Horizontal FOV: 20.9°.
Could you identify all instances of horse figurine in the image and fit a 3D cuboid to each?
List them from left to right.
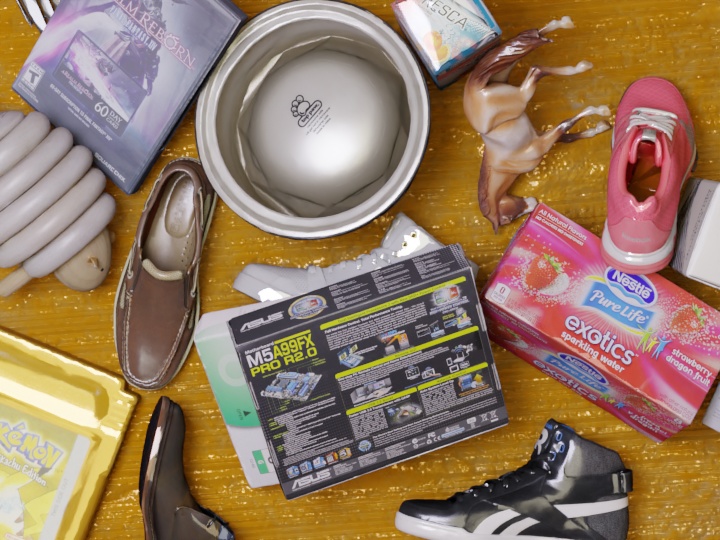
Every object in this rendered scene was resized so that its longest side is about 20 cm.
[{"bbox_3d":[0.135,-0.129,1.604,0.132,0.200,0.050,-26,50,2],"label":"horse figurine"}]

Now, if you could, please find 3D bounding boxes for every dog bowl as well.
[{"bbox_3d":[-0.033,-0.121,1.627,0.199,0.074,0.202,-1,84,12],"label":"dog bowl"}]

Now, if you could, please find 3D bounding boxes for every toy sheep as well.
[{"bbox_3d":[-0.280,-0.064,1.631,0.138,0.138,0.200,-39,106,4],"label":"toy sheep"}]

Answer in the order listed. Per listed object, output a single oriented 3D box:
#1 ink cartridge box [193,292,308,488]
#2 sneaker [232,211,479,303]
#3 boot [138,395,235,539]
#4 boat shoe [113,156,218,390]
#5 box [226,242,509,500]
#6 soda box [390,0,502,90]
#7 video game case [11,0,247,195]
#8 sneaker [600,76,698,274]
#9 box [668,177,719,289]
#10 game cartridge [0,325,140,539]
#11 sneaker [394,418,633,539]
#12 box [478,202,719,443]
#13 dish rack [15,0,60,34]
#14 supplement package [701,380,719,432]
[{"bbox_3d":[-0.020,0.092,1.617,0.199,0.050,0.162,-10,122,13],"label":"ink cartridge box"},{"bbox_3d":[0.000,0.000,1.651,0.199,0.074,0.116,18,91,-7],"label":"sneaker"},{"bbox_3d":[-0.144,0.208,1.671,0.096,0.075,0.201,6,100,-9],"label":"boot"},{"bbox_3d":[-0.171,0.003,1.653,0.074,0.075,0.204,10,93,2],"label":"boat shoe"},{"bbox_3d":[0.009,0.083,1.579,0.199,0.044,0.161,-19,121,-4],"label":"box"},{"bbox_3d":[0.071,-0.194,1.570,0.063,0.200,0.069,-33,90,4],"label":"soda box"},{"bbox_3d":[-0.195,-0.180,1.623,0.143,0.019,0.200,42,122,8],"label":"video game case"},{"bbox_3d":[0.239,-0.095,1.583,0.073,0.087,0.201,6,52,8],"label":"sneaker"},{"bbox_3d":[0.293,-0.027,1.566,0.068,0.200,0.083,19,93,2],"label":"box"},{"bbox_3d":[-0.303,0.160,1.688,0.175,0.032,0.201,21,94,2],"label":"game cartridge"},{"bbox_3d":[0.131,0.178,1.653,0.199,0.073,0.113,6,89,-6],"label":"sneaker"},{"bbox_3d":[0.199,0.044,1.615,0.199,0.096,0.100,32,73,1],"label":"box"},{"bbox_3d":[-0.213,-0.288,1.654,0.199,0.055,0.154,-23,90,4],"label":"dish rack"},{"bbox_3d":[0.407,0.075,1.565,0.150,0.152,0.201,22,94,-28],"label":"supplement package"}]
